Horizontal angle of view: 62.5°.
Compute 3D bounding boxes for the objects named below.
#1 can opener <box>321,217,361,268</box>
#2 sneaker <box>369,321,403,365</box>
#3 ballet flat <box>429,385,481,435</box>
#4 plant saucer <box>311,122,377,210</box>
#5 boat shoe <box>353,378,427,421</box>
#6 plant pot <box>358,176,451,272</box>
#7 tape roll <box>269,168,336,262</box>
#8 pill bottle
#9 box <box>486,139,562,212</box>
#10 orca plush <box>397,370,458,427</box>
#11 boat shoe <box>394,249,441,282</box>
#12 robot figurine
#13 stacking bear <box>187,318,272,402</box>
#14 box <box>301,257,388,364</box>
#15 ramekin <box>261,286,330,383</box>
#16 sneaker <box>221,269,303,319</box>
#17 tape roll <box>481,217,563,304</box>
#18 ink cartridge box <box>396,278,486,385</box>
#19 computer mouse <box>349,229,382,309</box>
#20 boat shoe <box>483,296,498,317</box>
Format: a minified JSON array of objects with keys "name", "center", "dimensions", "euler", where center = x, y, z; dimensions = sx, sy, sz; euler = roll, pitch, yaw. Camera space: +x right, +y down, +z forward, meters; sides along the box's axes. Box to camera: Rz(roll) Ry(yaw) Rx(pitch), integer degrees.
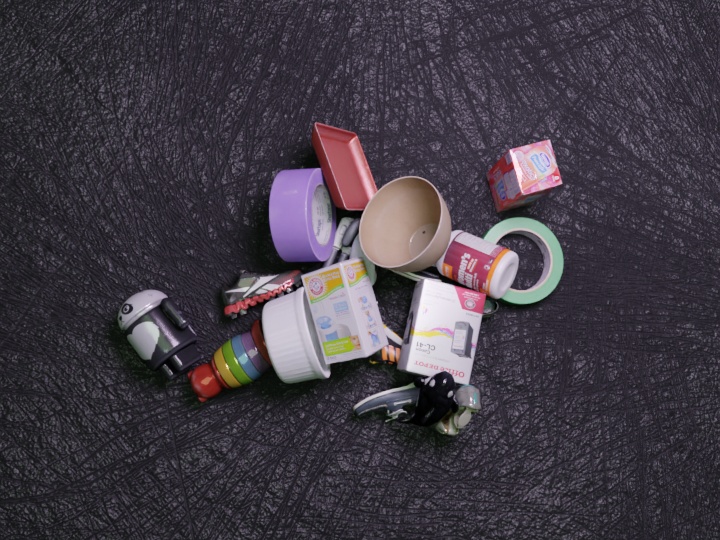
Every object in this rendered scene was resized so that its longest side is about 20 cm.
[{"name":"can opener","center":[-0.055,-0.032,1.364],"dimensions":[0.052,0.066,0.202],"euler":[23,89,4]},{"name":"sneaker","center":[0.067,0.188,1.345],"dimensions":[0.200,0.070,0.090],"euler":[41,90,7]},{"name":"ballet flat","center":[0.197,0.317,1.272],"dimensions":[0.067,0.201,0.064],"euler":[9,49,-15]},{"name":"plant saucer","center":[-0.033,-0.222,1.335],"dimensions":[0.036,0.200,0.201],"euler":[-23,85,25]},{"name":"boat shoe","center":[0.083,0.296,1.331],"dimensions":[0.198,0.075,0.062],"euler":[-15,73,-13]},{"name":"plant pot","center":[0.114,-0.080,1.264],"dimensions":[0.199,0.134,0.202],"euler":[-15,63,31]},{"name":"tape roll","center":[-0.121,-0.120,1.292],"dimensions":[0.084,0.200,0.202],"euler":[0,84,15]},{"name":"pill bottle","center":[0.238,-0.024,1.316],"dimensions":[0.199,0.110,0.110],"euler":[26,83,31]},{"name":"box","center":[0.361,-0.205,1.327],"dimensions":[0.094,0.200,0.104],"euler":[-14,84,-3]},{"name":"orca plush","center":[0.129,0.283,1.221],"dimensions":[0.105,0.200,0.071],"euler":[46,47,2]},{"name":"boat shoe","center":[0.098,-0.020,1.363],"dimensions":[0.198,0.075,0.063],"euler":[26,90,6]},{"name":"robot figurine","center":[-0.441,0.138,1.297],"dimensions":[0.150,0.125,0.201],"euler":[-37,87,-8]},{"name":"stacking bear","center":[-0.282,0.210,1.309],"dimensions":[0.199,0.114,0.122],"euler":[-31,86,0]},{"name":"box","center":[-0.033,0.085,1.275],"dimensions":[0.112,0.101,0.202],"euler":[-15,90,31]},{"name":"ramekin","center":[-0.139,0.144,1.277],"dimensions":[0.097,0.200,0.203],"euler":[-15,85,4]},{"name":"sneaker","center":[-0.227,0.031,1.344],"dimensions":[0.199,0.071,0.099],"euler":[-23,88,-3]},{"name":"tape roll","center":[0.368,-0.021,1.386],"dimensions":[0.198,0.048,0.203],"euler":[0,85,-3]},{"name":"ink cartridge box","center":[0.175,0.133,1.277],"dimensions":[0.146,0.086,0.202],"euler":[14,79,-7]},{"name":"computer mouse","center":[0.000,0.000,1.328],"dimensions":[0.109,0.044,0.202],"euler":[9,94,34]},{"name":"boat shoe","center":[0.221,0.074,1.365],"dimensions":[0.198,0.057,0.069],"euler":[3,84,-2]}]
